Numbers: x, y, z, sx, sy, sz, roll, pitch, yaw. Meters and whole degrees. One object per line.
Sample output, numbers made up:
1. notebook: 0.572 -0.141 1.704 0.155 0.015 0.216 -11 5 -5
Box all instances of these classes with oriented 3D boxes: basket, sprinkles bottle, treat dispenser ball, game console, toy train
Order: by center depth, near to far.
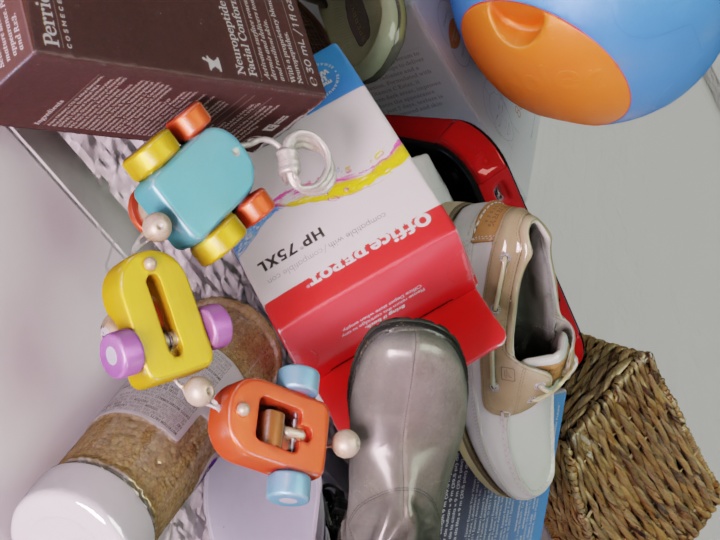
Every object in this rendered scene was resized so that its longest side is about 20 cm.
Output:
1. toy train: -0.071 0.017 0.833 0.149 0.055 0.203 17 63 -35
2. sprinkles bottle: -0.107 0.088 0.851 0.069 0.068 0.200 66 29 -20
3. treat dispenser ball: 0.159 -0.200 1.097 0.200 0.199 0.203 33 50 -53
4. game console: 0.066 -0.019 1.127 0.031 0.176 0.202 -36 116 -21
5. basket: 0.191 0.162 1.386 0.143 0.148 0.201 -46 125 -19

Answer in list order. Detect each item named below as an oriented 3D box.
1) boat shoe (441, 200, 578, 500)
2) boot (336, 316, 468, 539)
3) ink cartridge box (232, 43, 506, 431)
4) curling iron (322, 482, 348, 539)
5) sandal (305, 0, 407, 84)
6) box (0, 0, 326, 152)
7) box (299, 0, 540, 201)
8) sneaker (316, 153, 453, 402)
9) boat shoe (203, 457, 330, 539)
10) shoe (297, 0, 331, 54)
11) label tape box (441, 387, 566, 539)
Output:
1. boat shoe: 0.094 0.055 0.984 0.075 0.068 0.202 -42 125 -45
2. boot: 0.025 0.138 0.846 0.131 0.067 0.202 -97 -169 -58
3. ink cartridge box: -0.013 -0.020 0.926 0.201 0.115 0.067 58 -3 33
4. curling iron: -0.031 0.223 0.969 0.025 0.049 0.203 15 66 -23
5. sandal: -0.025 -0.209 1.070 0.057 0.080 0.202 7 42 -32
6. box: -0.119 -0.128 0.850 0.199 0.075 0.101 0 66 -46
7. box: 0.048 -0.159 1.202 0.201 0.105 0.153 55 36 -36
8. sneaker: 0.000 0.000 0.997 0.200 0.073 0.116 -38 99 -46
9. boat shoe: -0.049 0.177 0.938 0.065 0.073 0.203 89 -5 -70
10. shoe: -0.034 -0.090 1.082 0.070 0.053 0.202 -19 84 -48
11. label tape box: 0.047 0.149 1.056 0.199 0.066 0.145 -5 108 -48
